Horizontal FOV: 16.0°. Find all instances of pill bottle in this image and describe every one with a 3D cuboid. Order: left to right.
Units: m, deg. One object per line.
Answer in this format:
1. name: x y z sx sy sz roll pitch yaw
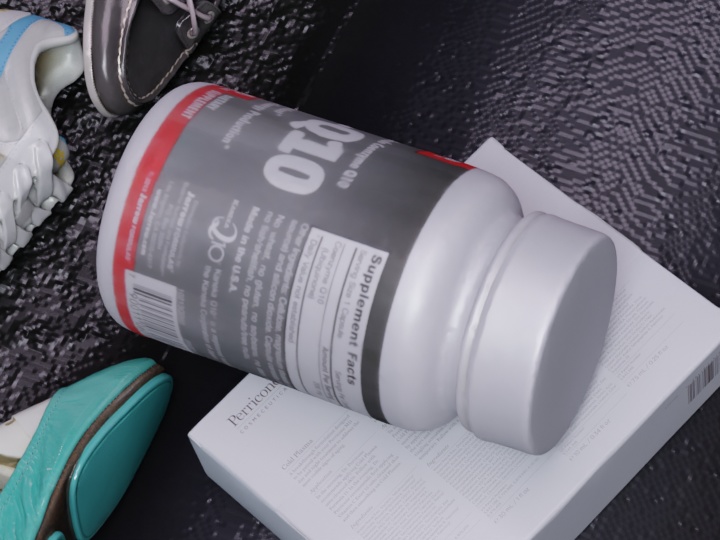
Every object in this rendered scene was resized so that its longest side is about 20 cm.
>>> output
1. pill bottle: 0.000 0.000 1.085 0.199 0.114 0.114 18 66 20

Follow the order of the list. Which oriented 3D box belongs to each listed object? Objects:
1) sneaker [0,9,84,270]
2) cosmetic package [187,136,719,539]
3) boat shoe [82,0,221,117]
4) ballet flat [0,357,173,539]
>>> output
1. sneaker: -0.182 -0.038 1.213 0.080 0.077 0.201 3 64 8
2. cosmetic package: 0.047 0.057 1.139 0.151 0.052 0.200 40 74 24
3. boat shoe: -0.083 -0.165 1.267 0.057 0.067 0.201 1 58 27
4. ballet flat: -0.149 0.104 1.113 0.070 0.067 0.200 17 50 11
